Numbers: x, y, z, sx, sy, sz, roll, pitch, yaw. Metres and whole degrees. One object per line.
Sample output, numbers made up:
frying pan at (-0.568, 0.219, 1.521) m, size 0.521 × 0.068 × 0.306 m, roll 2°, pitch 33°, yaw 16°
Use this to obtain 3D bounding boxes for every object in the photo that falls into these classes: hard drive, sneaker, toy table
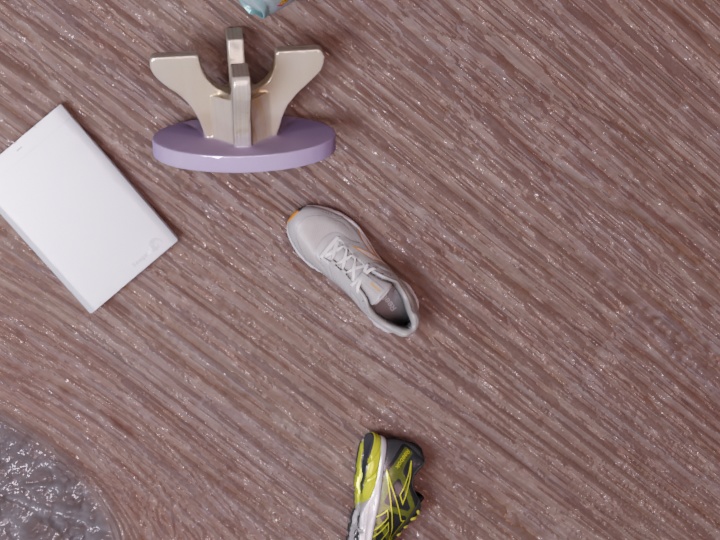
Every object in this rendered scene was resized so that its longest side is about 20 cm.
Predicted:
hard drive at (-0.321, -0.069, 1.495) m, size 0.132 × 0.026 × 0.200 m, roll -40°, pitch 103°, yaw -1°
sneaker at (0.033, 0.296, 1.592) m, size 0.084 × 0.074 × 0.200 m, roll 5°, pitch 99°, yaw -11°
toy table at (-0.128, -0.184, 1.443) m, size 0.200 × 0.184 × 0.117 m, roll -9°, pitch 118°, yaw -16°
sneaker at (0.000, 0.000, 1.526) m, size 0.200 × 0.092 × 0.076 m, roll 41°, pitch 91°, yaw -13°

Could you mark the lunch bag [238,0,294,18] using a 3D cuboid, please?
lunch bag at (-0.073, -0.354, 1.398) m, size 0.170 × 0.200 × 0.122 m, roll -37°, pitch 104°, yaw -1°
